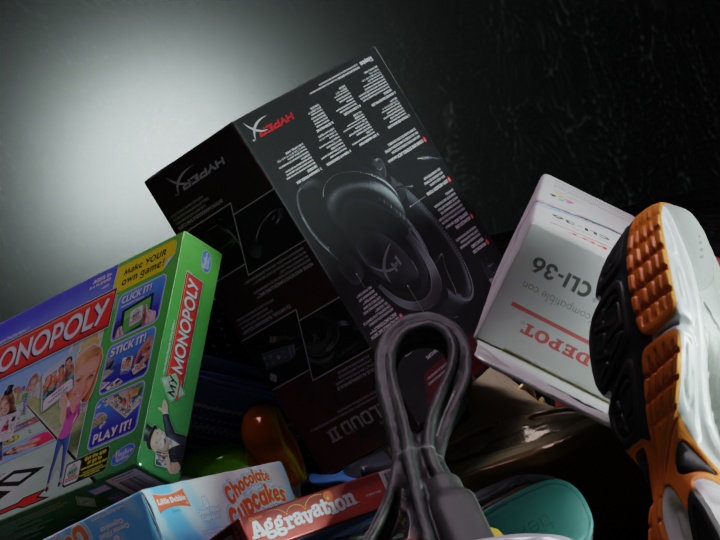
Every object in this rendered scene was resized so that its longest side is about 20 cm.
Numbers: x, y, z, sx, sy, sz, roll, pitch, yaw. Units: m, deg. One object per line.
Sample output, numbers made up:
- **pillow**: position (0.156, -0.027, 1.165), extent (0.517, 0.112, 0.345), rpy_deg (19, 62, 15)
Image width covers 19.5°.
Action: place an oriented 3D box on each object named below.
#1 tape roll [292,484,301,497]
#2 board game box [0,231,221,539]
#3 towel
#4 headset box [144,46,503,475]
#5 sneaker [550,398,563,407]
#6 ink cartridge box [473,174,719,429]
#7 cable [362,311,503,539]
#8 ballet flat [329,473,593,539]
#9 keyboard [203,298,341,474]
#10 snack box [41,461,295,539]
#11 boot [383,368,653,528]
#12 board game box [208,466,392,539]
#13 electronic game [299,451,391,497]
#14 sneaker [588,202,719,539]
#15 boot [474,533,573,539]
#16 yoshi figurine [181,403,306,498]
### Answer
- **tape roll**: position (-0.091, 0.121, 1.445), extent (0.201, 0.071, 0.202), rpy_deg (-10, 5, 1)
- **board game box**: position (-0.156, 0.073, 1.079), extent (0.199, 0.135, 0.029), rpy_deg (-25, -45, 39)
- **towel**: position (-0.122, 0.102, 1.208), extent (0.144, 0.024, 0.200), rpy_deg (15, -39, -26)
- **headset box**: position (0.000, 0.000, 1.114), extent (0.077, 0.201, 0.149), rpy_deg (-29, 4, 37)
- **sneaker**: position (0.211, 0.074, 1.220), extent (0.199, 0.074, 0.087), rpy_deg (0, 14, 1)
- **ink cartridge box**: position (0.123, 0.019, 1.028), extent (0.116, 0.068, 0.200), rpy_deg (25, 14, 1)
- **cable**: position (0.028, 0.105, 0.917), extent (0.096, 0.051, 0.201), rpy_deg (-14, 42, -6)
- **ballet flat**: position (0.018, 0.149, 0.962), extent (0.199, 0.074, 0.073), rpy_deg (-18, 8, -29)
- **keyboard**: position (-0.073, 0.074, 1.206), extent (0.103, 0.040, 0.200), rpy_deg (8, -32, 16)
- **snack box**: position (-0.138, 0.150, 1.019), extent (0.199, 0.037, 0.116), rpy_deg (-28, -11, 28)
- **boot**: position (0.108, 0.089, 1.178), extent (0.199, 0.073, 0.156), rpy_deg (-17, 23, -4)
- **board game box**: position (-0.058, 0.144, 0.993), extent (0.102, 0.020, 0.200), rpy_deg (-13, -17, -37)
- **electronic game**: position (0.060, 0.118, 1.311), extent (0.199, 0.042, 0.200), rpy_deg (-10, 5, 1)
- **sneaker**: position (0.164, 0.066, 0.916), extent (0.091, 0.201, 0.076), rpy_deg (-2, -19, -25)
- **boot**: position (-0.002, 0.149, 0.799), extent (0.199, 0.074, 0.096), rpy_deg (-21, -16, 11)
- **yoshi figurine**: position (-0.130, 0.138, 1.140), extent (0.199, 0.113, 0.112), rpy_deg (-18, 14, 7)
